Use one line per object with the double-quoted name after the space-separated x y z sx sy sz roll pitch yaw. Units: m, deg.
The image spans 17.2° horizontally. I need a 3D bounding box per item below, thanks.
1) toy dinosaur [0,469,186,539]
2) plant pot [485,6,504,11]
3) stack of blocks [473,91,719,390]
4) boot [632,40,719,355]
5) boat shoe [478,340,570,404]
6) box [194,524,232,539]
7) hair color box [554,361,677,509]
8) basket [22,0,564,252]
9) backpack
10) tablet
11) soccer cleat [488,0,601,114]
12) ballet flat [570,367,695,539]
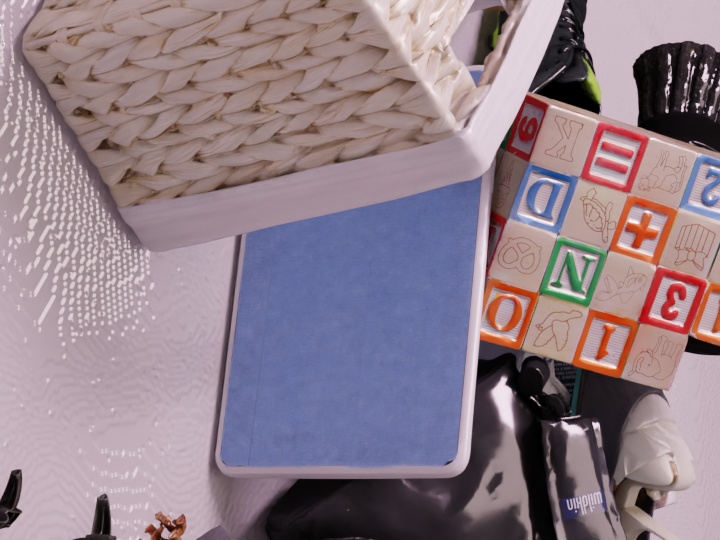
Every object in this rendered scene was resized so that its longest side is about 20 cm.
-0.135 0.160 0.954 0.200 0.102 0.136 -77 161 -57 "toy dinosaur"
0.131 -0.212 1.298 0.027 0.200 0.200 41 48 -15 "plant pot"
0.145 -0.005 1.160 0.199 0.059 0.116 15 99 -24 "stack of blocks"
0.160 -0.058 1.286 0.211 0.079 0.159 34 64 -52 "boot"
0.083 0.086 1.287 0.086 0.074 0.203 16 74 -54 "boat shoe"
-0.010 0.221 1.028 0.048 0.200 0.159 -35 124 -7 "box"
0.128 0.043 1.376 0.100 0.060 0.201 -7 91 -56 "hair color box"
-0.032 -0.109 1.038 0.124 0.199 0.136 52 44 -29 "basket"
0.064 0.159 1.163 0.167 0.127 0.200 -36 100 -9 "backpack"
0.000 0.000 1.124 0.014 0.129 0.201 37 55 -59 "tablet"
0.106 -0.112 1.347 0.068 0.081 0.200 58 41 -34 "soccer cleat"
0.146 0.127 1.284 0.073 0.073 0.201 3 96 -56 "ballet flat"
